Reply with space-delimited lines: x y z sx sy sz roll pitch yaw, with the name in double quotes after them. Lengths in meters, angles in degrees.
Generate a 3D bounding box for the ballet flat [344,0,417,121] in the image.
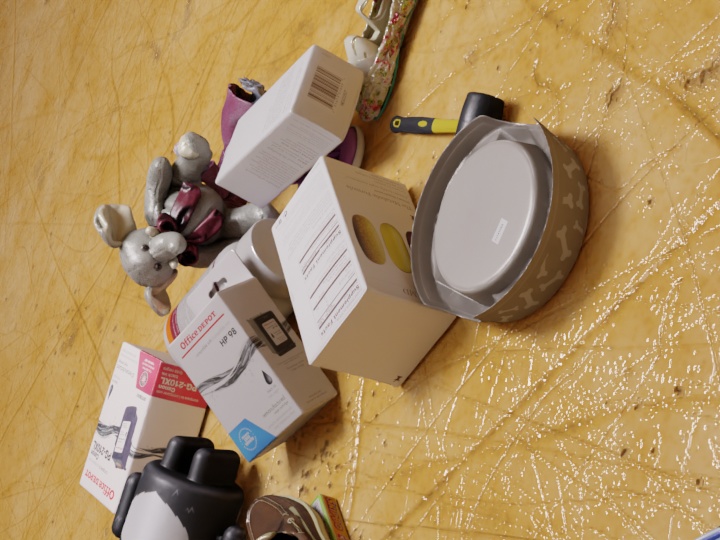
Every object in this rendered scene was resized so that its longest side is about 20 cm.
0.017 -0.271 1.466 0.076 0.064 0.201 17 90 58 "ballet flat"

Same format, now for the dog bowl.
0.127 -0.044 1.178 0.200 0.058 0.201 -33 49 48 "dog bowl"

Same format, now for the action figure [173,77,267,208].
-0.148 -0.141 1.663 0.148 0.134 0.201 19 102 22 "action figure"

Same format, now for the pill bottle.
-0.139 0.035 1.515 0.200 0.109 0.110 -46 39 36 "pill bottle"

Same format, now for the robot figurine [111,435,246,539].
-0.206 0.291 1.477 0.150 0.124 0.201 -157 86 -72 "robot figurine"

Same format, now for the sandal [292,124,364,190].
-0.060 -0.084 1.507 0.203 0.050 0.083 -55 35 27 "sandal"

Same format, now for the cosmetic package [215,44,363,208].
-0.083 -0.160 1.479 0.200 0.074 0.102 -35 32 55 "cosmetic package"

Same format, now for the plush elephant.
-0.230 -0.043 1.582 0.200 0.165 0.155 -26 23 40 "plush elephant"

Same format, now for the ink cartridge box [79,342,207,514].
-0.276 0.208 1.671 0.145 0.084 0.201 14 86 60 "ink cartridge box"

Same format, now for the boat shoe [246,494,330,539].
-0.072 0.269 1.273 0.202 0.075 0.075 25 93 57 "boat shoe"

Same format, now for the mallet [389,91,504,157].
0.080 -0.138 1.331 0.200 0.041 0.066 -1 76 63 "mallet"

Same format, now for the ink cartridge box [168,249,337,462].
-0.130 0.092 1.412 0.200 0.067 0.116 53 129 10 "ink cartridge box"

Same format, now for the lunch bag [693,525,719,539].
0.279 0.209 0.791 0.200 0.075 0.161 -41 41 43 "lunch bag"

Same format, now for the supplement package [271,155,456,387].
0.000 0.000 1.306 0.110 0.113 0.200 -53 37 30 "supplement package"

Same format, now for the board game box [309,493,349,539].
-0.077 0.332 1.335 0.200 0.030 0.096 -51 36 21 "board game box"
